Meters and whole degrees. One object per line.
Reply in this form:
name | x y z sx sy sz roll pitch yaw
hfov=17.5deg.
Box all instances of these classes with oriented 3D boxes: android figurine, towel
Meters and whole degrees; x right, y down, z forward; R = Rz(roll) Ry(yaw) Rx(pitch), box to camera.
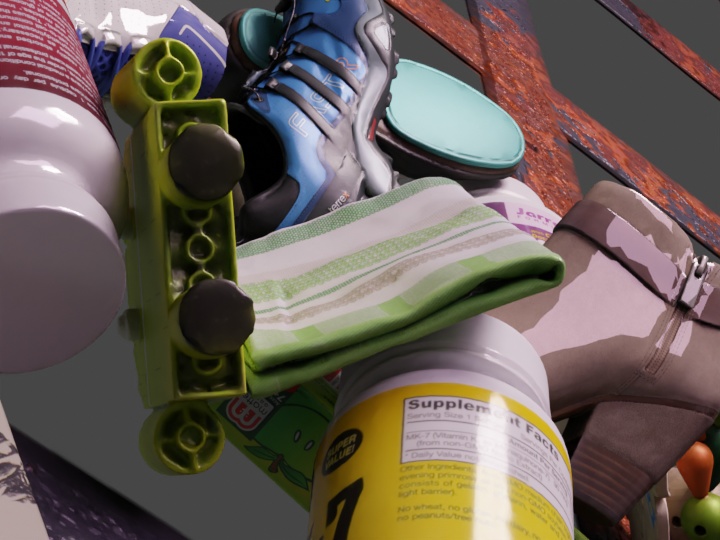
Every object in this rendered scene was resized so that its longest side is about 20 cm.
android figurine | -0.080 -0.004 1.007 0.041 0.184 0.200 -4 -3 -14
towel | 0.000 0.000 1.056 0.200 0.148 0.031 -139 -152 -75

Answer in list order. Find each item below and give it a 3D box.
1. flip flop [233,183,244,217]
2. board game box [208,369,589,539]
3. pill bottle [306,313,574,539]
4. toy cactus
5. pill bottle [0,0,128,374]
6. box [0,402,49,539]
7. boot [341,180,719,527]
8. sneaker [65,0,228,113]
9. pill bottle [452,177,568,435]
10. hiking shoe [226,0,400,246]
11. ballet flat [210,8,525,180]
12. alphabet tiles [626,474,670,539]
flip flop | -0.053 -0.042 1.267 0.081 0.058 0.200 37 20 -13
board game box | 0.024 0.104 1.127 0.200 0.048 0.102 42 20 -1
pill bottle | 0.033 0.115 0.973 0.114 0.114 0.201 34 33 -22
toy cactus | 0.202 0.134 1.271 0.165 0.102 0.201 -145 -143 -76
pill bottle | -0.163 -0.053 1.002 0.113 0.113 0.201 27 24 -36
box | -0.151 0.098 0.779 0.082 0.068 0.201 23 27 -42
boot | 0.090 0.022 1.119 0.199 0.147 0.070 34 -18 -18
sneaker | -0.163 -0.110 1.188 0.198 0.081 0.116 23 30 -28
pill bottle | 0.079 0.028 1.293 0.112 0.112 0.200 34 22 -22
hiking shoe | -0.030 -0.090 1.207 0.086 0.074 0.201 13 52 -25
ballet flat | -0.003 -0.092 1.328 0.199 0.068 0.068 23 52 -23
alphabet tiles | 0.148 0.072 1.270 0.196 0.014 0.201 -98 180 -50
